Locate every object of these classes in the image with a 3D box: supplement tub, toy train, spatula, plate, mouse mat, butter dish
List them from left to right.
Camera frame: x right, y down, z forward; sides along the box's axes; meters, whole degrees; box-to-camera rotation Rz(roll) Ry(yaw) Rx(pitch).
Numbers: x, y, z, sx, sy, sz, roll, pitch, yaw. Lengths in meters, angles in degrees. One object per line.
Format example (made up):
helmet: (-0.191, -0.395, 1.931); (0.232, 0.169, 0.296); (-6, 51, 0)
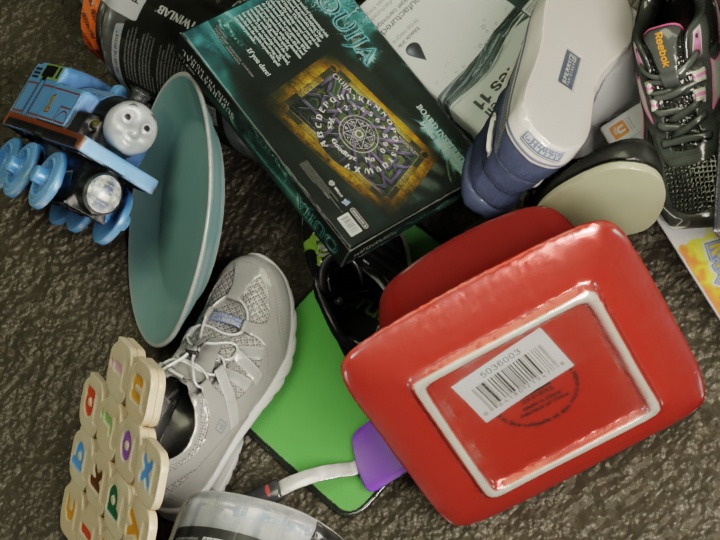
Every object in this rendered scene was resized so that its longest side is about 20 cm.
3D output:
toy train: (-0.213, -0.092, 1.609); (0.114, 0.087, 0.200); (-63, 27, -4)
plate: (-0.131, -0.043, 1.553); (0.025, 0.200, 0.201); (6, 56, -22)
supplement tub: (-0.112, -0.169, 1.628); (0.200, 0.123, 0.123); (29, 76, 31)
supplement tub: (-0.088, 0.255, 1.382); (0.122, 0.123, 0.200); (8, 65, 25)
spatula: (-0.039, 0.146, 1.477); (0.200, 0.021, 0.057); (-25, 50, 9)
mouse mat: (0.008, 0.062, 1.521); (0.200, 0.008, 0.161); (-46, 56, -8)
butter dish: (0.096, 0.037, 1.403); (0.200, 0.200, 0.148); (-28, 41, 7)

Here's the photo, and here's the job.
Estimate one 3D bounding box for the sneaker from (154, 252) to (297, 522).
sneaker: (-0.104, 0.075, 1.505); (0.075, 0.082, 0.201); (8, 69, 28)

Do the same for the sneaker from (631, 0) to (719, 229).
sneaker: (0.207, -0.123, 1.406); (0.080, 0.086, 0.201); (-16, 62, 21)

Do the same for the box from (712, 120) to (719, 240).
box: (0.297, -0.095, 1.338); (0.122, 0.106, 0.201); (-3, 64, 25)

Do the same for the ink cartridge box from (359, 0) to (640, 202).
ink cartridge box: (0.111, -0.158, 1.557); (0.147, 0.083, 0.200); (-44, 57, -6)

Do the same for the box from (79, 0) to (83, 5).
box: (-0.180, -0.308, 1.683); (0.176, 0.200, 0.097); (-33, 51, 2)

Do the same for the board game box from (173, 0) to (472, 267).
board game box: (-0.019, -0.112, 1.497); (0.135, 0.028, 0.200); (-29, 74, -29)

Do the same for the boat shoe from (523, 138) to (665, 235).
boat shoe: (0.151, -0.049, 1.421); (0.073, 0.201, 0.063); (15, 70, -7)

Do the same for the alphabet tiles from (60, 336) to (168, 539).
alphabet tiles: (-0.166, 0.151, 1.450); (0.196, 0.015, 0.201); (-148, 67, -64)

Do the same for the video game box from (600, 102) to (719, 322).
video game box: (0.282, -0.066, 1.422); (0.182, 0.047, 0.200); (-34, 55, 9)

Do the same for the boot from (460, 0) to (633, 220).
boot: (0.120, -0.124, 1.444); (0.090, 0.073, 0.200); (-45, 12, 43)

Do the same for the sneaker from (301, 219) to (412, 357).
sneaker: (0.000, 0.000, 1.499); (0.072, 0.083, 0.200); (-28, 48, 5)
